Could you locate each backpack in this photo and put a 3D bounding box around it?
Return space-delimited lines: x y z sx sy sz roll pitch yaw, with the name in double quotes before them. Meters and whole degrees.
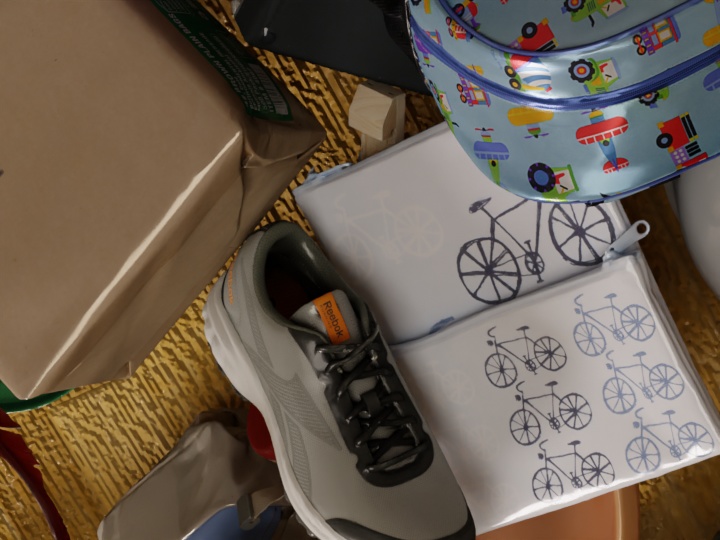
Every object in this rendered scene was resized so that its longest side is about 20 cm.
"backpack" 0.099 -0.131 1.075 0.182 0.200 0.135 -23 133 -2

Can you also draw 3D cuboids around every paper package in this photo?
"paper package" -0.153 -0.068 1.238 0.200 0.103 0.191 46 109 16

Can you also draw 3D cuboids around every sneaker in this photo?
"sneaker" -0.010 0.063 1.211 0.201 0.074 0.080 54 145 23

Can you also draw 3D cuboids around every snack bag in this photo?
"snack bag" 0.067 0.019 1.195 0.188 0.021 0.201 -23 92 43

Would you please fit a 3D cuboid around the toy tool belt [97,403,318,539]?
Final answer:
"toy tool belt" -0.045 0.131 1.347 0.122 0.125 0.200 20 132 -33

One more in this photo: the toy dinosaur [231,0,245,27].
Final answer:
"toy dinosaur" -0.022 -0.214 1.195 0.200 0.102 0.077 -50 61 13

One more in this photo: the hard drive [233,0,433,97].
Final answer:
"hard drive" 0.044 -0.175 1.177 0.139 0.033 0.201 13 123 -29

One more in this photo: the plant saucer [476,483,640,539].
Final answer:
"plant saucer" 0.076 0.109 1.285 0.200 0.037 0.202 14 108 51

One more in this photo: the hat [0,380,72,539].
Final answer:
"hat" -0.227 0.039 1.309 0.199 0.176 0.167 1 115 16

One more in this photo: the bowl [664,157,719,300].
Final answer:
"bowl" 0.233 -0.024 1.168 0.200 0.091 0.202 9 133 9

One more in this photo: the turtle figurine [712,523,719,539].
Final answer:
"turtle figurine" 0.213 0.165 1.267 0.101 0.199 0.150 52 156 32

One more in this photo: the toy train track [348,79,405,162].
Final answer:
"toy train track" 0.000 0.000 1.275 0.114 0.032 0.201 28 129 36
